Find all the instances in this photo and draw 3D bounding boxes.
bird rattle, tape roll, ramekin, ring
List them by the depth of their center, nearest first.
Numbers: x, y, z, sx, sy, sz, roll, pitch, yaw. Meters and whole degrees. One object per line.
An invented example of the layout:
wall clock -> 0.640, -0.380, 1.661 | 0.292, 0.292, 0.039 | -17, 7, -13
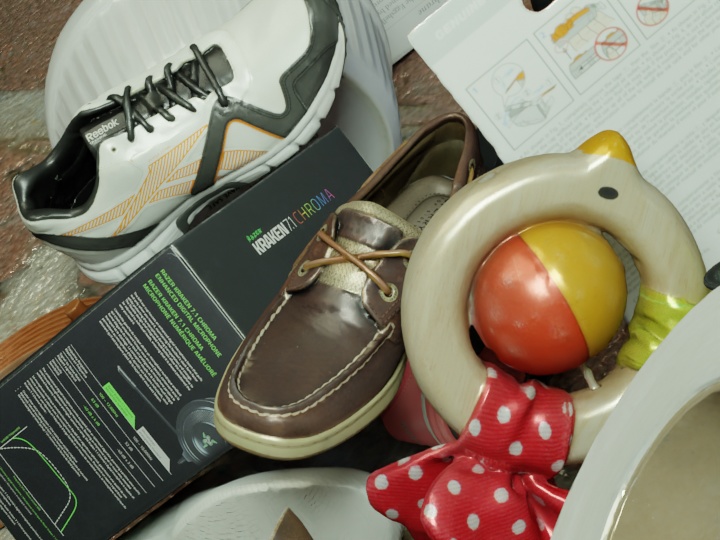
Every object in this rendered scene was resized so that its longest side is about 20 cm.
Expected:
tape roll -> 0.136, 0.099, 0.831 | 0.203, 0.071, 0.203 | -57, 16, 26
bird rattle -> 0.083, 0.034, 0.996 | 0.200, 0.163, 0.113 | -27, 11, 8
ramekin -> -0.069, -0.077, 1.308 | 0.202, 0.202, 0.094 | -36, 39, 10
ring -> -0.213, 0.088, 1.438 | 0.200, 0.019, 0.201 | -31, 30, 20

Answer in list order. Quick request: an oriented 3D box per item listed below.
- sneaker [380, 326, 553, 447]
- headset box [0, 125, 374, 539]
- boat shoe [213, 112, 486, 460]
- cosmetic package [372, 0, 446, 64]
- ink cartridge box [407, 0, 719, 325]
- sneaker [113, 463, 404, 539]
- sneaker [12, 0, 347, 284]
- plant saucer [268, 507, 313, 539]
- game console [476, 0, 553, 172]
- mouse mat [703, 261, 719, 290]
sneaker -> 0.064, -0.001, 1.143 | 0.087, 0.074, 0.200 | -8, 46, 54
headset box -> -0.075, 0.035, 1.154 | 0.200, 0.093, 0.174 | -38, 1, 33
boat shoe -> 0.000, 0.000, 1.022 | 0.072, 0.072, 0.200 | 21, 44, 25
cosmetic package -> -0.019, -0.238, 1.461 | 0.199, 0.200, 0.123 | -37, 25, 7
ink cartridge box -> 0.130, -0.087, 1.046 | 0.160, 0.200, 0.047 | -40, 28, 3
sneaker -> -0.055, 0.120, 1.138 | 0.200, 0.075, 0.089 | -22, 21, 35
sneaker -> -0.090, -0.072, 1.185 | 0.200, 0.080, 0.074 | -44, 52, 16
plant saucer -> -0.051, 0.194, 0.955 | 0.200, 0.032, 0.201 | 20, -90, -88
game console -> 0.127, -0.145, 1.229 | 0.200, 0.116, 0.176 | -2, 46, 52
mouse mat -> 0.248, -0.028, 0.919 | 0.200, 0.008, 0.161 | -28, 22, -37
